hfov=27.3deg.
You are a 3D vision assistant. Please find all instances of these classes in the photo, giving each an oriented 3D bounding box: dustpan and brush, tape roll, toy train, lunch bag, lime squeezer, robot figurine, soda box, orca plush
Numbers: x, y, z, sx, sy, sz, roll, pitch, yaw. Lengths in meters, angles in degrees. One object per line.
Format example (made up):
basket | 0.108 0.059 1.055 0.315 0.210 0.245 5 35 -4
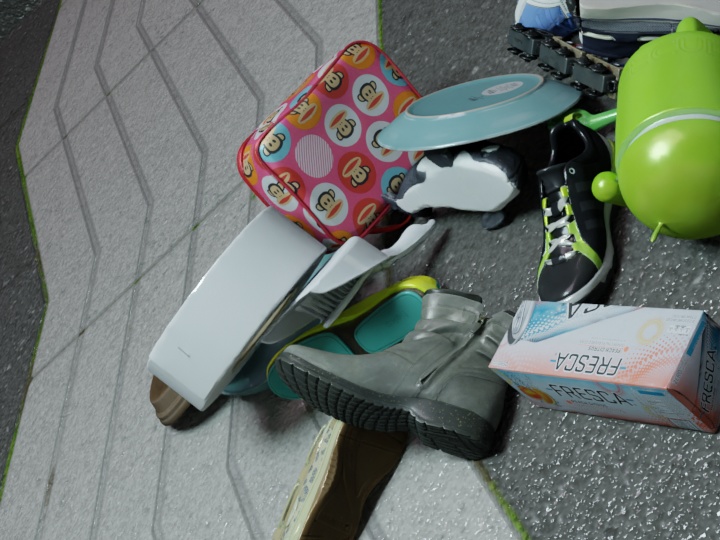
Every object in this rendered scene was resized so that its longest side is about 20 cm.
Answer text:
dustpan and brush | 0.000 0.000 1.401 0.200 0.057 0.140 -49 3 -32
tape roll | -0.119 0.037 1.429 0.202 0.071 0.202 -52 -1 -2
toy train | 0.200 -0.200 1.412 0.200 0.046 0.034 -134 46 -59
lunch bag | -0.009 -0.117 1.520 0.200 0.176 0.082 -47 11 -26
lime squeezer | 0.201 -0.150 1.395 0.071 0.038 0.200 -56 28 -10
robot figurine | 0.261 -0.109 1.174 0.175 0.116 0.200 -30 34 34
soda box | 0.191 0.069 1.119 0.200 0.064 0.068 2 58 55
orca plush | 0.104 -0.093 1.420 0.071 0.105 0.200 -52 5 -24

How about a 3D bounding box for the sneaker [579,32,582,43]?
sneaker | 0.286 -0.265 1.374 0.200 0.078 0.099 -45 43 26

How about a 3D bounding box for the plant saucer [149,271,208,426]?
plant saucer | -0.182 0.075 1.628 0.200 0.029 0.200 -56 17 27

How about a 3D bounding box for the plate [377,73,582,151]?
plate | 0.110 -0.156 1.408 0.200 0.026 0.200 -14 17 4

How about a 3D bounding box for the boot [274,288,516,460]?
boot | 0.040 0.071 1.250 0.068 0.200 0.131 90 -159 -61

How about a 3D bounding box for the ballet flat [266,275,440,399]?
ballet flat | -0.001 0.062 1.419 0.200 0.067 0.067 -31 12 26

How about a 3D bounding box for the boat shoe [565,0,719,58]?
boat shoe | 0.284 -0.233 1.320 0.200 0.093 0.075 5 70 12

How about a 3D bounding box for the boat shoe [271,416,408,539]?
boat shoe | -0.021 0.171 1.292 0.063 0.073 0.200 4 59 53

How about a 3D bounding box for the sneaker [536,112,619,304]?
sneaker | 0.172 -0.051 1.268 0.072 0.083 0.200 -24 37 40

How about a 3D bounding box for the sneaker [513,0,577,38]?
sneaker | 0.228 -0.282 1.474 0.200 0.076 0.077 -48 52 33

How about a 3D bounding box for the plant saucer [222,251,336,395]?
plant saucer | -0.080 0.054 1.558 0.200 0.036 0.200 -35 32 26
